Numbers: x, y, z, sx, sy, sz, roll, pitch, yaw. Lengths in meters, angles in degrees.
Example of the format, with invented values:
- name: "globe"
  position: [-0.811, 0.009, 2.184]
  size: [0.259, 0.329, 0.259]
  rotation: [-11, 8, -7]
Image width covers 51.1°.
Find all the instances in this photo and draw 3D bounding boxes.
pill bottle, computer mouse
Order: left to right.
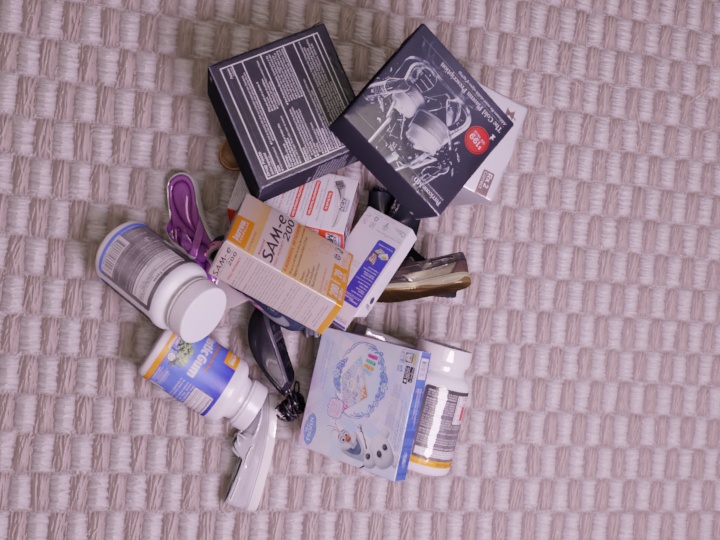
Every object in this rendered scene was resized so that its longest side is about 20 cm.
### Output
- name: "pill bottle"
  position: [-0.310, 0.019, 1.174]
  size: [0.198, 0.114, 0.115]
  rotation: [33, 84, 23]
- name: "pill bottle"
  position: [-0.254, 0.174, 1.238]
  size: [0.198, 0.112, 0.113]
  rotation: [35, 84, -12]
- name: "computer mouse"
  position: [-0.151, 0.155, 1.268]
  size: [0.051, 0.138, 0.205]
  rotation: [-17, 87, 6]
- name: "pill bottle"
  position: [0.115, 0.222, 1.238]
  size: [0.114, 0.116, 0.205]
  rotation: [15, 89, -13]

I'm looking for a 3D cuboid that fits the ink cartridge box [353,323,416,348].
- name: "ink cartridge box"
  position: [0.065, 0.200, 1.329]
  size: [0.196, 0.084, 0.148]
  rotation: [22, 87, -13]

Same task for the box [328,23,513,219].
- name: "box"
  position: [0.088, -0.211, 1.103]
  size: [0.200, 0.104, 0.183]
  rotation: [43, 81, -11]

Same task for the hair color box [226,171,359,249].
- name: "hair color box"
  position: [-0.108, -0.109, 1.240]
  size: [0.195, 0.064, 0.113]
  rotation: [12, 60, 6]

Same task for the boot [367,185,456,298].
- name: "boot"
  position: [0.095, -0.050, 1.331]
  size: [0.195, 0.076, 0.173]
  rotation: [13, 93, -7]

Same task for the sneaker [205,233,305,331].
- name: "sneaker"
  position: [-0.165, 0.028, 1.177]
  size: [0.199, 0.082, 0.070]
  rotation: [41, 108, 2]

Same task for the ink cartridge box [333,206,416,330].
- name: "ink cartridge box"
  position: [0.000, 0.000, 1.242]
  size: [0.098, 0.039, 0.202]
  rotation: [30, 78, 29]

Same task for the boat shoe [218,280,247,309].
- name: "boat shoe"
  position: [-0.195, 0.015, 1.275]
  size: [0.195, 0.093, 0.077]
  rotation: [-11, 99, 16]

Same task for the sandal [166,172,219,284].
- name: "sandal"
  position: [-0.286, -0.062, 1.230]
  size: [0.081, 0.050, 0.207]
  rotation: [-22, 78, 18]

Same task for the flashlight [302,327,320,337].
- name: "flashlight"
  position: [-0.074, 0.012, 1.295]
  size: [0.067, 0.067, 0.206]
  rotation: [3, 86, -48]

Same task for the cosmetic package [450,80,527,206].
- name: "cosmetic package"
  position: [0.149, -0.219, 1.276]
  size: [0.162, 0.200, 0.168]
  rotation: [23, 86, -13]

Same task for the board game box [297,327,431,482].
- name: "board game box"
  position: [0.004, 0.210, 1.219]
  size: [0.043, 0.195, 0.205]
  rotation: [18, 84, -56]

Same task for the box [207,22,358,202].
- name: "box"
  position: [-0.114, -0.241, 1.173]
  size: [0.195, 0.123, 0.204]
  rotation: [-24, 88, -16]

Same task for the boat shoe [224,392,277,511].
- name: "boat shoe"
  position: [-0.188, 0.307, 1.286]
  size: [0.067, 0.072, 0.205]
  rotation: [13, 98, -14]

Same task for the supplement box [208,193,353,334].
- name: "supplement box"
  position: [-0.115, -0.011, 1.139]
  size: [0.197, 0.127, 0.074]
  rotation: [29, 128, -14]

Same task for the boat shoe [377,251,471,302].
- name: "boat shoe"
  position: [0.087, 0.011, 1.269]
  size: [0.195, 0.073, 0.067]
  rotation: [-7, 70, 10]

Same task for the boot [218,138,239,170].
- name: "boot"
  position: [-0.153, -0.238, 1.269]
  size: [0.198, 0.075, 0.075]
  rotation: [-34, 101, -9]
